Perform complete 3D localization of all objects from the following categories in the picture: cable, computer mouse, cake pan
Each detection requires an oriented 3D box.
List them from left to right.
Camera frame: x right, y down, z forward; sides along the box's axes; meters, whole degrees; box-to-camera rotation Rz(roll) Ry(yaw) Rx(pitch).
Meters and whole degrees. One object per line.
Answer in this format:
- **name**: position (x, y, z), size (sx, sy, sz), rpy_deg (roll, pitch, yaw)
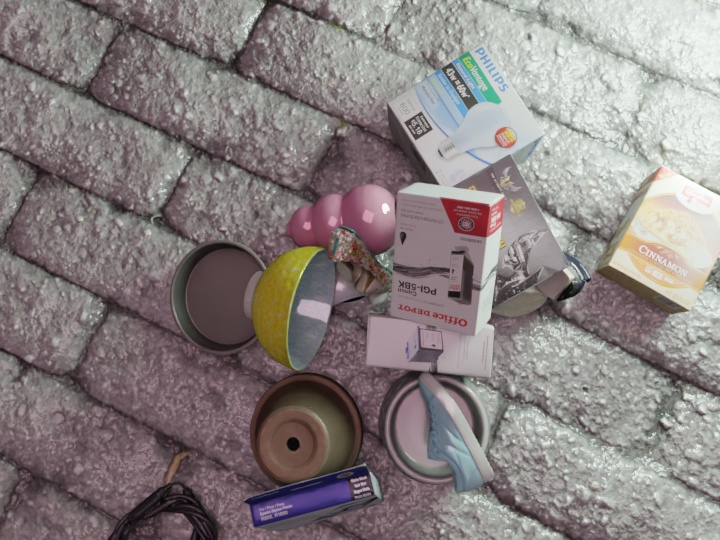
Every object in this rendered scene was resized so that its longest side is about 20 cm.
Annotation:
- **cable**: position (-0.344, 0.476, 1.022), size (0.200, 0.051, 0.164), rpy_deg (-40, 87, -5)
- **cake pan**: position (-0.242, 0.047, 1.057), size (0.198, 0.037, 0.203), rpy_deg (0, 89, 14)
- **computer mouse**: position (-0.077, 0.032, 1.066), size (0.198, 0.044, 0.111), rpy_deg (-14, 81, 1)

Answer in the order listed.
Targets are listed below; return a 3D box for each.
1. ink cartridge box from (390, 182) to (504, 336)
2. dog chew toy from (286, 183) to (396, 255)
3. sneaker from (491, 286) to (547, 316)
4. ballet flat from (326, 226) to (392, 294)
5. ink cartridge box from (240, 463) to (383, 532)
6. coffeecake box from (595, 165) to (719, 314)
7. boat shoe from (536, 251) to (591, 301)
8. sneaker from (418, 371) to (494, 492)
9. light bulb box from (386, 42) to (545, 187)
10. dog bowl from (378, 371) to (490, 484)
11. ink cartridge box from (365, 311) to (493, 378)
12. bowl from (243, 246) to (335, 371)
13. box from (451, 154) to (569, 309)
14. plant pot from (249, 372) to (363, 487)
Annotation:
- **ink cartridge box**: position (0.128, -0.019, 0.899), size (0.145, 0.083, 0.203), rpy_deg (11, 112, 24)
- **dog chew toy**: position (-0.033, -0.083, 1.046), size (0.197, 0.125, 0.126), rpy_deg (-5, 82, 10)
- **sneaker**: position (0.227, 0.029, 1.042), size (0.197, 0.075, 0.085), rpy_deg (1, 47, -11)
- **ballet flat**: position (0.000, 0.000, 0.999), size (0.075, 0.200, 0.064), rpy_deg (10, 68, 38)
- **ink cartridge box**: position (-0.067, 0.366, 0.942), size (0.197, 0.201, 0.041), rpy_deg (-16, 62, 1)
- **coffeecake box**: position (0.532, -0.052, 1.032), size (0.152, 0.073, 0.201), rpy_deg (30, 84, 7)
- **boat shoe**: position (0.314, -0.026, 1.049), size (0.201, 0.092, 0.075), rpy_deg (55, 127, 29)
- **sneaker**: position (0.133, 0.261, 0.951), size (0.081, 0.074, 0.201), rpy_deg (-29, 81, -5)
- **light bulb box**: position (0.180, -0.247, 1.051), size (0.199, 0.125, 0.199), rpy_deg (-32, 82, 0)
- **dog bowl**: position (0.128, 0.267, 1.016), size (0.197, 0.059, 0.203), rpy_deg (0, 83, 3)
- **ink cartridge box**: position (0.111, 0.119, 0.991), size (0.197, 0.146, 0.087), rpy_deg (3, 89, 4)
- **bowl**: position (-0.123, 0.050, 0.959), size (0.106, 0.200, 0.203), rpy_deg (13, 83, 15)
- **box**: position (0.215, -0.057, 0.954), size (0.157, 0.048, 0.202), rpy_deg (-28, 93, 7)
- **plant pot**: position (-0.097, 0.273, 0.969), size (0.197, 0.175, 0.203), rpy_deg (0, 83, 3)
